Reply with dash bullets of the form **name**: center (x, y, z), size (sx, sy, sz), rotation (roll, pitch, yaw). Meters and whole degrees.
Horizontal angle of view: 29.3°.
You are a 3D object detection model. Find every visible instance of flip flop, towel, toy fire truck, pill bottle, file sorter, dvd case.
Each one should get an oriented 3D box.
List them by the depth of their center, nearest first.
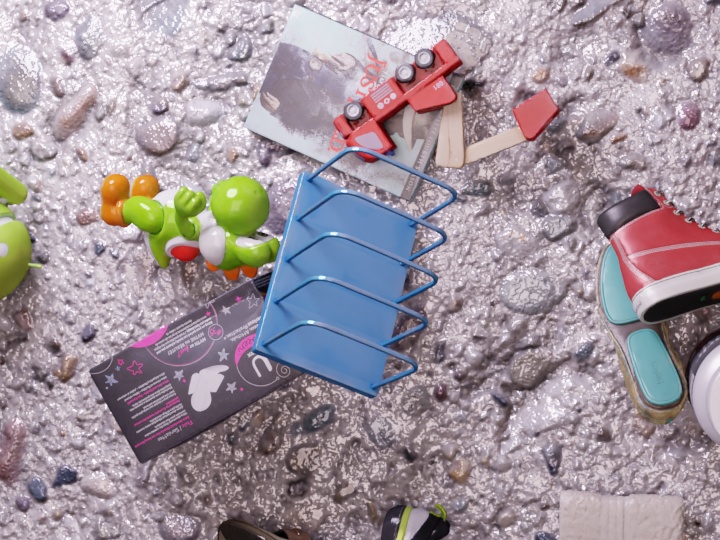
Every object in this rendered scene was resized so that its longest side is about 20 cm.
- **pill bottle**: center (0.373, 0.115, 1.311), size (0.115, 0.200, 0.117), rotation (0, 92, 10)
- **file sorter**: center (0.000, 0.000, 1.351), size (0.138, 0.123, 0.201), rotation (22, 66, -20)
- **toy fire truck**: center (0.087, -0.156, 1.409), size (0.200, 0.049, 0.141), rotation (-36, 87, 9)
- **towel**: center (0.270, 0.329, 1.424), size (0.132, 0.034, 0.201), rotation (1, 91, 9)
- **dvd case**: center (-0.007, -0.178, 1.459), size (0.199, 0.022, 0.147), rotation (25, 96, 7)
- **flip flop**: center (-0.066, 0.308, 1.466), size (0.199, 0.058, 0.082), rotation (2, 104, 28)

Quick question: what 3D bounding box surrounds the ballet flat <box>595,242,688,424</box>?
- **ballet flat**: center (0.281, 0.064, 1.387), size (0.070, 0.071, 0.201), rotation (-17, 59, 10)

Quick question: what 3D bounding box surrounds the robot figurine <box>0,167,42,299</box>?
- **robot figurine**: center (-0.442, -0.043, 1.495), size (0.200, 0.116, 0.176), rotation (43, 86, 6)

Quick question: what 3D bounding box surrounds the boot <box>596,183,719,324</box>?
- **boot**: center (0.345, -0.037, 1.378), size (0.199, 0.073, 0.145), rotation (-11, 59, -12)

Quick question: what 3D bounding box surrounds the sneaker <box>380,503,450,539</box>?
- **sneaker**: center (0.057, 0.344, 1.443), size (0.082, 0.072, 0.201), rotation (7, 94, 8)

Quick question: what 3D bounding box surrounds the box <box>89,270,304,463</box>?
- **box**: center (-0.157, 0.099, 1.441), size (0.199, 0.132, 0.115), rotation (-28, 90, 9)

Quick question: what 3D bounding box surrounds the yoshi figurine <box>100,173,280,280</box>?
- **yoshi figurine**: center (-0.168, -0.067, 1.435), size (0.199, 0.112, 0.113), rotation (18, 59, 24)
